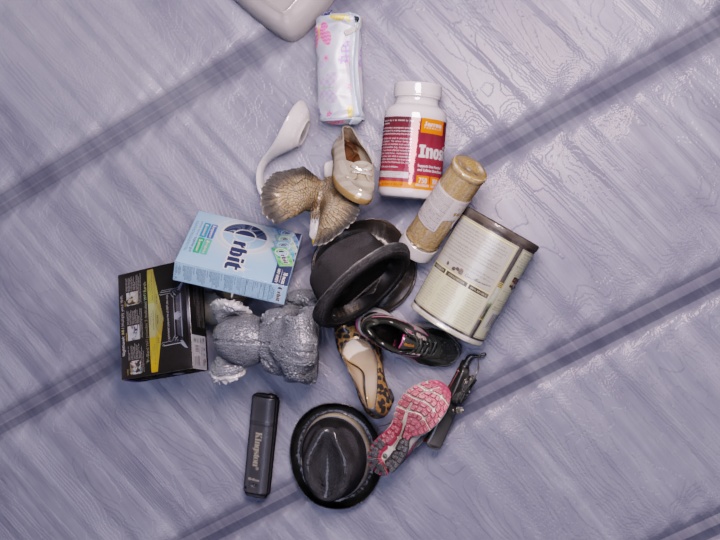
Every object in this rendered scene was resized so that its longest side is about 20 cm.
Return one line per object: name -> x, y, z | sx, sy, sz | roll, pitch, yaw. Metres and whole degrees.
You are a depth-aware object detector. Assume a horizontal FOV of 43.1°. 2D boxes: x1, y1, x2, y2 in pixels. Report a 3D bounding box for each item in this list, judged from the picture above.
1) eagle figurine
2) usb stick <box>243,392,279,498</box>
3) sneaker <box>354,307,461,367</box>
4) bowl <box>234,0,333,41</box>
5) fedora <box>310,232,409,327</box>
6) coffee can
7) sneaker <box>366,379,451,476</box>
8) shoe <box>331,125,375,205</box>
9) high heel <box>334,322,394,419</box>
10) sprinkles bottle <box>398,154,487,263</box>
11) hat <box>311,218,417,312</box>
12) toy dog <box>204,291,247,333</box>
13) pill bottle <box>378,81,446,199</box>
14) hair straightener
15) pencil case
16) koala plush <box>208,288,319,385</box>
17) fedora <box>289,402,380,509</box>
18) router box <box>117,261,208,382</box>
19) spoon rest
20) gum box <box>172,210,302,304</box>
eagle figurine -> -0.074, -0.115, 1.603 | 0.151, 0.200, 0.152 | -21, 88, 10
usb stick -> -0.188, 0.330, 1.728 | 0.055, 0.033, 0.201 | 7, 94, 9
sneaker -> 0.086, 0.130, 1.630 | 0.199, 0.086, 0.081 | 15, 97, -7
bowl -> -0.140, -0.547, 1.660 | 0.199, 0.075, 0.200 | 40, 97, 5
fedora -> -0.015, 0.003, 1.546 | 0.201, 0.200, 0.092 | -45, 66, 9
coffee can -> 0.198, 0.009, 1.588 | 0.146, 0.146, 0.201 | 30, 97, 7
sneaker -> 0.087, 0.278, 1.644 | 0.081, 0.075, 0.200 | 42, 97, 14
shoe -> -0.015, -0.186, 1.598 | 0.070, 0.200, 0.054 | 9, 126, -20
high heel -> -0.001, 0.168, 1.632 | 0.071, 0.143, 0.201 | -31, 87, 10
sprinkles bottle -> 0.139, -0.103, 1.561 | 0.068, 0.068, 0.200 | 37, 126, 6
hat -> 0.000, 0.000, 1.655 | 0.199, 0.081, 0.202 | 1, 94, 10
toy dog -> -0.309, 0.069, 1.703 | 0.199, 0.096, 0.133 | -11, 84, 9
pill bottle -> 0.094, -0.228, 1.612 | 0.112, 0.113, 0.201 | 5, 94, 10
hair straightener -> 0.177, 0.236, 1.642 | 0.041, 0.077, 0.201 | 31, 92, -26
pencil case -> -0.034, -0.362, 1.643 | 0.090, 0.083, 0.201 | 1, 94, 32
koala plush -> -0.172, 0.123, 1.621 | 0.199, 0.184, 0.178 | 4, 96, -1
fedora -> -0.052, 0.348, 1.674 | 0.199, 0.092, 0.202 | 0, 93, 9
router box -> -0.360, 0.093, 1.656 | 0.156, 0.052, 0.201 | -11, 76, 22
spoon rest -> -0.145, -0.220, 1.671 | 0.060, 0.099, 0.201 | 23, 107, 6
gum box -> -0.216, -0.026, 1.632 | 0.199, 0.170, 0.045 | 14, 125, -2
